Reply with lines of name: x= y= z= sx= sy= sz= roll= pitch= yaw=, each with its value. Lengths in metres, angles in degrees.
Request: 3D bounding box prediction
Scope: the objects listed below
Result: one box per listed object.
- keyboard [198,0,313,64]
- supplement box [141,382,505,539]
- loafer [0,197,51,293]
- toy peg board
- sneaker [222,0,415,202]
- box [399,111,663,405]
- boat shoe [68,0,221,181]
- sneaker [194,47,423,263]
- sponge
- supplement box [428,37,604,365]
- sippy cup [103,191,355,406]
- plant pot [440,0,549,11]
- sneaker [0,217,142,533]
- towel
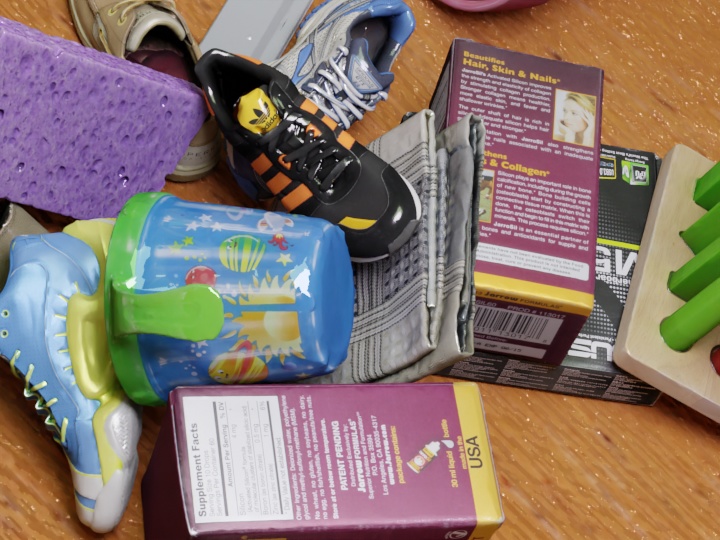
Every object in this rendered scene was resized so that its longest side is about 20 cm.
keyboard: x=-0.062 y=-0.214 z=1.718 sx=0.056 sy=0.011 sz=0.200 roll=24 pitch=55 yaw=5
supplement box: x=-0.027 y=0.144 z=1.433 sx=0.200 sy=0.131 sz=0.103 roll=0 pitch=60 yaw=-15
loafer: x=-0.234 y=-0.003 z=1.500 sx=0.200 sy=0.070 sz=0.075 roll=22 pitch=56 yaw=-1
toy peg board: x=0.302 y=0.013 z=1.596 sx=0.199 sy=0.098 sz=0.200 roll=29 pitch=52 yaw=-12
sneaker: x=-0.026 y=-0.131 z=1.614 sx=0.077 sy=0.085 sz=0.200 roll=51 pitch=52 yaw=-27
box: x=0.118 y=-0.009 z=1.619 sx=0.200 sy=0.048 sz=0.193 roll=10 pitch=56 yaw=-10
boat shoe: x=-0.148 y=-0.161 z=1.624 sx=0.074 sy=0.066 sz=0.200 roll=-20 pitch=67 yaw=-26
sneaker: x=-0.043 y=-0.077 z=1.482 sx=0.070 sy=0.090 sz=0.200 roll=-49 pitch=48 yaw=3
sponge: x=-0.195 y=-0.093 z=1.489 sx=0.200 sy=0.112 sz=0.030 roll=16 pitch=22 yaw=-51
supplement box: x=0.100 y=-0.048 z=1.560 sx=0.110 sy=0.086 sz=0.200 roll=11 pitch=58 yaw=-7
sippy cup: x=-0.076 y=0.017 z=1.420 sx=0.130 sy=0.140 sz=0.178 roll=-1 pitch=40 yaw=16
plant pot: x=0.148 y=-0.299 z=1.732 sx=0.179 sy=0.200 sz=0.200 roll=-7 pitch=61 yaw=-37
sneaker: x=-0.192 y=0.066 z=1.454 sx=0.105 sy=0.076 sz=0.200 roll=2 pitch=82 yaw=-1
towel: x=0.000 y=0.000 z=1.500 sx=0.035 sy=0.200 sz=0.193 roll=32 pitch=49 yaw=-35
